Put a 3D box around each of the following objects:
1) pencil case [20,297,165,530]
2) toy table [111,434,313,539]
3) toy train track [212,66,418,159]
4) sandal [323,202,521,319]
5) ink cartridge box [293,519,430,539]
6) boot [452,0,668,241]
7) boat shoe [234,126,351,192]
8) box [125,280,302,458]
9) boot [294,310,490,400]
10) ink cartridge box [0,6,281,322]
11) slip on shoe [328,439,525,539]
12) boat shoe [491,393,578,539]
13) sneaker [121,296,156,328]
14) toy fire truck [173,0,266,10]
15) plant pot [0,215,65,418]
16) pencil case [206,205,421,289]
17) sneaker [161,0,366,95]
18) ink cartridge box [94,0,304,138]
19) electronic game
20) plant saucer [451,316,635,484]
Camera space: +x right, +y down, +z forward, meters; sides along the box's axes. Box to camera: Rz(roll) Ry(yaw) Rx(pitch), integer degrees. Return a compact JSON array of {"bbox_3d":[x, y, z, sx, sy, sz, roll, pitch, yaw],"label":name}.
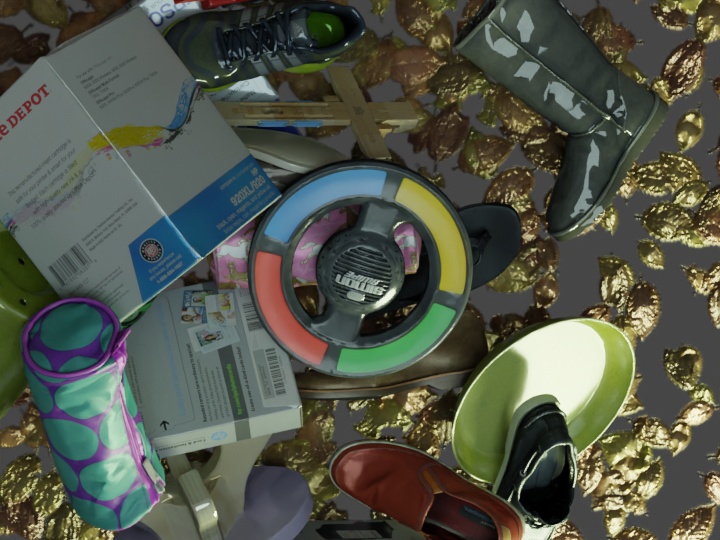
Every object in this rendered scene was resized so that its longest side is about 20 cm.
[{"bbox_3d":[-0.213,0.118,1.481,0.092,0.085,0.201,9,137,18],"label":"pencil case"},{"bbox_3d":[-0.151,0.202,1.669,0.199,0.184,0.118,-30,126,-19],"label":"toy table"},{"bbox_3d":[-0.044,-0.131,1.620,0.199,0.115,0.033,-2,140,-28],"label":"toy train track"},{"bbox_3d":[0.064,0.000,1.710,0.199,0.043,0.076,-24,108,-3],"label":"sandal"},{"bbox_3d":[-0.008,0.297,1.725,0.198,0.146,0.083,0,103,-11],"label":"ink cartridge box"},{"bbox_3d":[0.166,-0.151,1.674,0.200,0.072,0.182,35,83,-24],"label":"boot"},{"bbox_3d":[-0.100,-0.089,1.606,0.199,0.072,0.060,10,113,-17],"label":"boat shoe"},{"bbox_3d":[-0.164,0.089,1.639,0.198,0.157,0.041,-12,145,-8],"label":"box"},{"bbox_3d":[0.025,0.082,1.721,0.199,0.074,0.076,-9,92,-15],"label":"boot"},{"bbox_3d":[-0.200,-0.082,1.492,0.147,0.145,0.200,-34,95,36],"label":"ink cartridge box"},{"bbox_3d":[0.060,0.217,1.731,0.199,0.061,0.075,24,106,14],"label":"slip on shoe"},{"bbox_3d":[0.173,0.212,1.747,0.074,0.066,0.200,-9,129,-23],"label":"boat shoe"},{"bbox_3d":[-0.274,-0.013,1.615,0.199,0.078,0.085,36,131,4],"label":"sneaker"},{"bbox_3d":[-0.078,-0.258,1.543,0.199,0.141,0.049,-13,95,-21],"label":"toy fire truck"},{"bbox_3d":[-0.337,0.038,1.528,0.193,0.201,0.200,-36,111,30],"label":"plant pot"},{"bbox_3d":[-0.041,-0.032,1.652,0.198,0.083,0.087,-3,108,-2],"label":"pencil case"},{"bbox_3d":[-0.083,-0.202,1.572,0.199,0.081,0.074,-18,91,-34],"label":"sneaker"},{"bbox_3d":[-0.177,-0.135,1.630,0.199,0.041,0.200,-36,109,0],"label":"ink cartridge box"},{"bbox_3d":[0.000,0.000,1.600,0.198,0.042,0.202,-2,110,-4],"label":"electronic game"},{"bbox_3d":[0.168,0.117,1.735,0.199,0.031,0.201,-18,133,-20],"label":"plant saucer"}]
